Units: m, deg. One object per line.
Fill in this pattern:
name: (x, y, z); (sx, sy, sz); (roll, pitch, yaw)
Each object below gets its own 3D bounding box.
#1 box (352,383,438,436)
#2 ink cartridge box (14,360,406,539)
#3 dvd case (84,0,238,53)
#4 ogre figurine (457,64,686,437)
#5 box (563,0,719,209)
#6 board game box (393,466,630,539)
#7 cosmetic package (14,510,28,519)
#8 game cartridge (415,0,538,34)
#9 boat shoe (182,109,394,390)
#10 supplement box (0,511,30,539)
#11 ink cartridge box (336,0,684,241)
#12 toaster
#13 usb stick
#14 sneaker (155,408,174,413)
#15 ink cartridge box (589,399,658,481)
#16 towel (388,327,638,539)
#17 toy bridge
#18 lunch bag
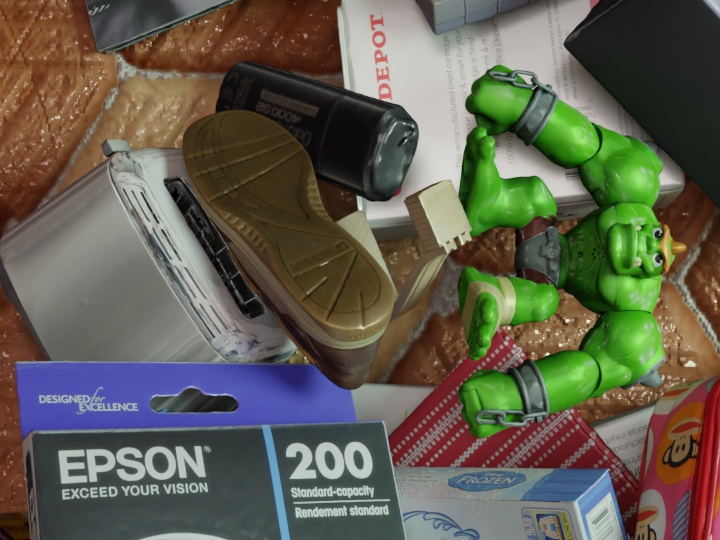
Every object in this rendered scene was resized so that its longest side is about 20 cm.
box: (0.020, 0.144, 0.938); (0.197, 0.036, 0.147); (1, 84, 6)
ink cartridge box: (-0.072, 0.128, 0.766); (0.196, 0.043, 0.202); (1, 59, -24)
dvd case: (-0.103, -0.245, 0.974); (0.198, 0.016, 0.151); (-18, 82, 17)
ogre figurine: (0.115, -0.011, 0.848); (0.118, 0.098, 0.202); (3, 61, -10)
box: (0.260, -0.142, 0.856); (0.200, 0.123, 0.199); (43, 66, -9)
board game box: (0.073, 0.209, 0.835); (0.197, 0.043, 0.203); (-6, 105, 42)
cosmetic package: (-0.173, 0.282, 0.894); (0.199, 0.123, 0.201); (31, 87, 5)
game cartridge: (0.070, -0.238, 0.931); (0.128, 0.039, 0.201); (-16, 54, -9)
boat shoe: (-0.046, -0.013, 0.857); (0.071, 0.073, 0.200); (-22, 51, -23)
supplement box: (-0.149, 0.224, 0.781); (0.200, 0.110, 0.086); (42, 84, 7)
ink cartridge box: (0.091, -0.104, 0.937); (0.197, 0.083, 0.149); (-6, 83, 3)
toaster: (-0.120, 0.021, 0.904); (0.129, 0.113, 0.201); (-38, 77, 27)
usb stick: (-0.031, -0.087, 0.904); (0.032, 0.199, 0.056); (12, 98, -36)
sneaker: (-0.069, 0.159, 0.858); (0.078, 0.066, 0.200); (-34, 109, 27)
ink cartridge box: (0.231, 0.168, 0.896); (0.143, 0.085, 0.202); (-19, 84, 1)
towel: (0.100, 0.154, 0.874); (0.145, 0.022, 0.200); (-46, 73, 18)
toy bridge: (0.000, 0.000, 0.893); (0.027, 0.199, 0.068); (-28, 96, -34)
lunch bag: (0.240, 0.136, 0.792); (0.198, 0.082, 0.178); (21, 65, -21)
